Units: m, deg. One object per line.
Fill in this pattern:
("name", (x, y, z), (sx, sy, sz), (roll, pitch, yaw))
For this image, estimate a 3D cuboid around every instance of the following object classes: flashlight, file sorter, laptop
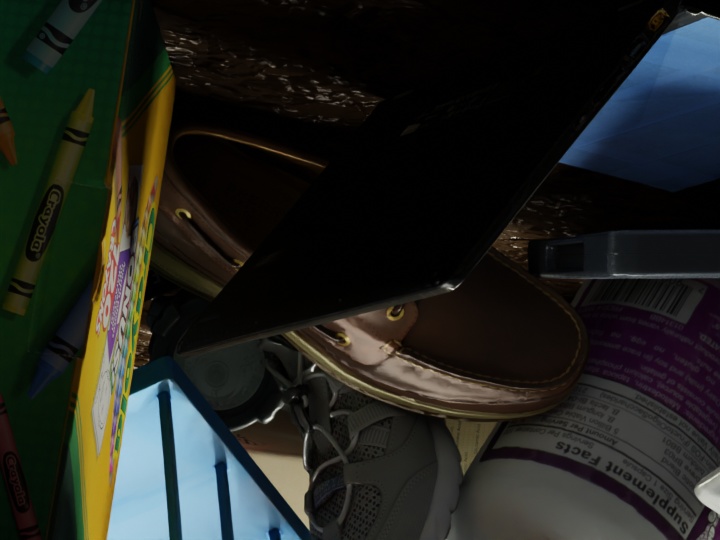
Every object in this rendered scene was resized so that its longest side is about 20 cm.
("flashlight", (-0.062, 0.035, 1.201), (0.068, 0.068, 0.200), (-25, -178, 0))
("file sorter", (-0.084, 0.162, 1.034), (0.138, 0.123, 0.200), (-23, 132, 14))
("laptop", (0.072, -0.015, 0.884), (0.116, 0.200, 0.187), (47, 154, -14))

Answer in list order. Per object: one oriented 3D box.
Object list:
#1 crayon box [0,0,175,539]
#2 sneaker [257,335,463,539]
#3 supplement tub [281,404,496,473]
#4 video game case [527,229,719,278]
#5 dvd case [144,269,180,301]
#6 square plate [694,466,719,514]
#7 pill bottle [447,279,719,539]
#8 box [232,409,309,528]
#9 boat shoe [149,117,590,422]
("crayon box", (-0.109, 0.009, 0.880), (0.058, 0.201, 0.119), (7, 168, 3))
("sneaker", (-0.011, 0.056, 1.069), (0.082, 0.201, 0.075), (24, 135, -27))
("supplement tub", (0.061, 0.096, 1.304), (0.199, 0.145, 0.144), (1, 166, 27))
("video game case", (0.145, -0.005, 0.967), (0.142, 0.019, 0.200), (0, 179, -4))
("dvd case", (-0.147, 0.019, 1.193), (0.150, 0.025, 0.200), (-22, -178, -30))
("square plate", (0.228, 0.052, 1.013), (0.198, 0.029, 0.200), (-35, 160, 5))
("pill bottle", (0.103, 0.090, 1.078), (0.112, 0.200, 0.113), (25, 148, 16))
("box", (-0.085, 0.103, 1.188), (0.095, 0.078, 0.199), (22, -173, 38))
("boat shoe", (0.000, -0.001, 1.013), (0.199, 0.072, 0.068), (25, 160, -6))
